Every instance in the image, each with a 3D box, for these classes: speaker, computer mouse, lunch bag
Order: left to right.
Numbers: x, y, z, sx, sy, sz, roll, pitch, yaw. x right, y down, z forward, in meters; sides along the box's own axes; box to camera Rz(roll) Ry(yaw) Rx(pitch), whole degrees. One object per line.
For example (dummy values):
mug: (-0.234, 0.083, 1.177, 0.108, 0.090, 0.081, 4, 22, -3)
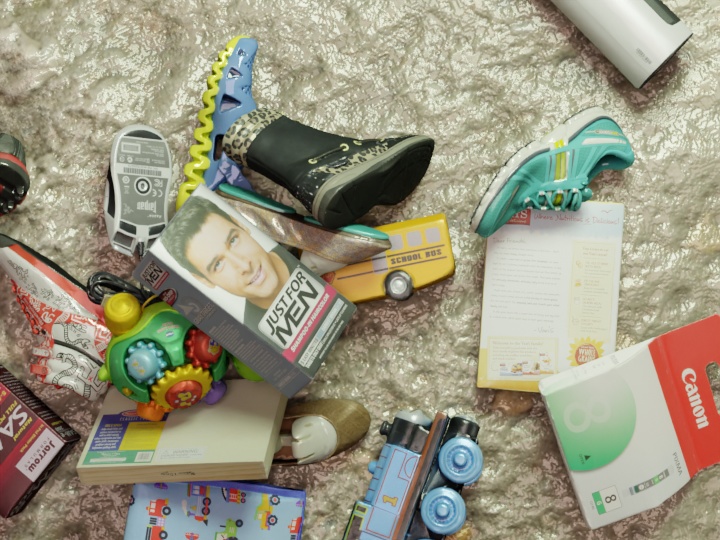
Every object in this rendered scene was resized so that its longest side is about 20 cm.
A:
computer mouse: (-0.236, -0.052, 1.463, 0.108, 0.044, 0.203, 5, 80, -29)
lunch bag: (-0.148, 0.293, 1.439, 0.197, 0.094, 0.153, 10, 87, -4)
speaker: (0.245, -0.285, 1.419, 0.081, 0.081, 0.200, -44, 85, 2)

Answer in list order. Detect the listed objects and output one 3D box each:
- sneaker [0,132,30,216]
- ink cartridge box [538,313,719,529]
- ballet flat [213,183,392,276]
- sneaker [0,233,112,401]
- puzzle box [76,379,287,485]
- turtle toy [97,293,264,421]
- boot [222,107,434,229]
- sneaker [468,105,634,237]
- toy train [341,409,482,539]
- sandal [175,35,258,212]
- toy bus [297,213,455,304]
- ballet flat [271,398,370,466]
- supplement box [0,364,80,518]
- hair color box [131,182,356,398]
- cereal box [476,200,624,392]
sneaker: (-0.423, -0.075, 1.473, 0.200, 0.099, 0.071, -37, 126, 25)
ink cartridge box: (0.297, 0.155, 1.396, 0.197, 0.050, 0.163, -20, 106, 6)
ballet flat: (-0.064, -0.031, 1.392, 0.197, 0.068, 0.068, 18, 100, 18)
sneaker: (-0.335, 0.053, 1.464, 0.200, 0.067, 0.109, 35, 89, 2)
puzzle box: (-0.180, 0.164, 1.413, 0.197, 0.134, 0.026, -3, 124, 11)
turtle toy: (-0.169, 0.084, 1.398, 0.197, 0.147, 0.102, -17, 53, -13)
boot: (-0.028, -0.123, 1.406, 0.153, 0.203, 0.074, 31, 125, 23)
sneaker: (0.194, -0.092, 1.391, 0.199, 0.078, 0.080, -34, 74, -17)
toy train: (0.054, 0.235, 1.410, 0.113, 0.087, 0.203, 19, 81, 9)
sandal: (-0.133, -0.145, 1.453, 0.086, 0.080, 0.203, 13, 97, -1)
toy bus: (0.000, 0.000, 1.438, 0.197, 0.065, 0.080, -12, 87, 5)
ballet flat: (-0.087, 0.178, 1.436, 0.197, 0.072, 0.069, -6, 100, 4)
supplement box: (-0.411, 0.156, 1.471, 0.199, 0.061, 0.109, 40, 91, 4)
hair color box: (-0.112, 0.020, 1.348, 0.199, 0.061, 0.099, 38, 55, -7)
cereal box: (0.197, 0.026, 1.434, 0.141, 0.040, 0.203, 5, 88, 4)
